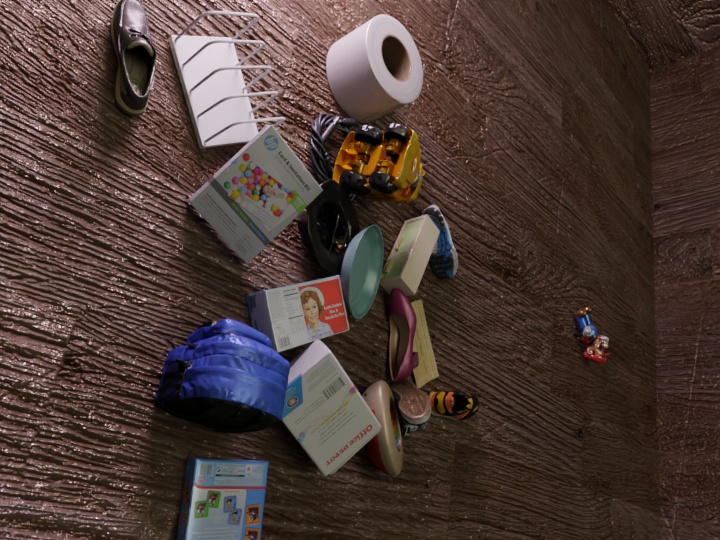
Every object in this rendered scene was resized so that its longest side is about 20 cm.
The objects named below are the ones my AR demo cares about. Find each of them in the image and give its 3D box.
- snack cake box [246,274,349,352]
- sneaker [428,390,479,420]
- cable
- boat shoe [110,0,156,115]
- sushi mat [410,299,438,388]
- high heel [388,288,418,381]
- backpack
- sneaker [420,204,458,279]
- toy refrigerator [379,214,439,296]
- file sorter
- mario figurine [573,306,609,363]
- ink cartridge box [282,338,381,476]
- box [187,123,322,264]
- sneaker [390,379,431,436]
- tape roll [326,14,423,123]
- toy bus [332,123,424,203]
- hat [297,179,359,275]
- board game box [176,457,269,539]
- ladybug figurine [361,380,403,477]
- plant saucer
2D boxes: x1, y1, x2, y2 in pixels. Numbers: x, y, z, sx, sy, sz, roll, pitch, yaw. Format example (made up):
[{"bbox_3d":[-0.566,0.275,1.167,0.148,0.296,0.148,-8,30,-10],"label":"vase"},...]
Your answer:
[{"bbox_3d":[-0.118,0.084,1.151,0.198,0.066,0.118,-11,88,-47],"label":"snack cake box"},{"bbox_3d":[0.256,0.339,1.475,0.198,0.089,0.072,15,71,-43],"label":"sneaker"},{"bbox_3d":[-0.045,-0.249,1.307,0.161,0.050,0.206,4,80,-48],"label":"cable"},{"bbox_3d":[-0.370,-0.364,0.978,0.072,0.064,0.205,-1,81,-44],"label":"boat shoe"},{"bbox_3d":[0.144,0.179,1.445,0.095,0.012,0.205,-14,92,-45],"label":"sushi mat"},{"bbox_3d":[0.087,0.149,1.351,0.095,0.066,0.205,-24,100,-52],"label":"high heel"},{"bbox_3d":[-0.213,0.166,0.938,0.161,0.197,0.172,25,64,-39],"label":"backpack"},{"bbox_3d":[0.213,-0.079,1.536,0.087,0.073,0.204,-57,134,-65],"label":"sneaker"},{"bbox_3d":[0.118,-0.037,1.418,0.070,0.075,0.203,46,53,-29],"label":"toy refrigerator"},{"bbox_3d":[-0.236,-0.347,1.074,0.137,0.123,0.205,-20,97,-46],"label":"file sorter"},{"bbox_3d":[0.842,0.232,2.100,0.121,0.106,0.204,-19,87,-12],"label":"mario figurine"},{"bbox_3d":[-0.072,0.260,1.112,0.143,0.084,0.202,-37,110,-11],"label":"ink cartridge box"},{"bbox_3d":[-0.188,-0.138,1.071,0.200,0.041,0.157,-44,117,-7],"label":"box"},{"bbox_3d":[0.117,0.321,1.281,0.068,0.200,0.111,-14,100,-7],"label":"sneaker"},{"bbox_3d":[0.035,-0.469,1.375,0.200,0.137,0.208,13,72,-44],"label":"tape roll"},{"bbox_3d":[0.068,-0.204,1.256,0.191,0.197,0.139,32,74,-42],"label":"toy bus"},{"bbox_3d":[-0.080,-0.089,1.217,0.199,0.079,0.206,-6,97,-60],"label":"hat"},{"bbox_3d":[-0.232,0.423,0.982,0.149,0.036,0.205,19,68,-42],"label":"board game box"},{"bbox_3d":[0.043,0.338,1.246,0.136,0.070,0.205,7,72,-79],"label":"ladybug figurine"},{"bbox_3d":[0.000,0.000,1.268,0.199,0.035,0.205,11,89,-71],"label":"plant saucer"}]
